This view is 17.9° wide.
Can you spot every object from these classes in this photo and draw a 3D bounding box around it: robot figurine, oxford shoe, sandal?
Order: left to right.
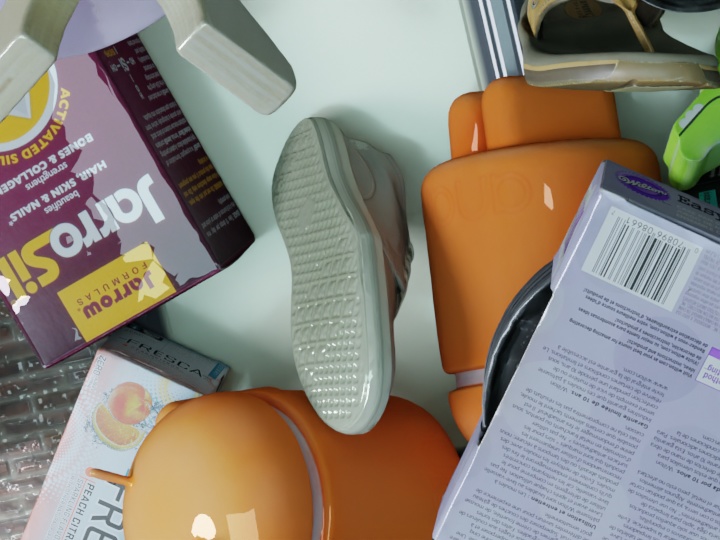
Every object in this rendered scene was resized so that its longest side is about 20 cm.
[{"bbox_3d":[-0.030,0.114,1.084,0.116,0.200,0.144,-28,68,41],"label":"robot figurine"},{"bbox_3d":[0.000,0.000,1.089,0.058,0.200,0.075,20,124,-24],"label":"oxford shoe"},{"bbox_3d":[0.092,0.010,1.086,0.143,0.117,0.201,-10,84,28],"label":"robot figurine"},{"bbox_3d":[0.110,-0.117,1.033,0.080,0.200,0.054,-2,108,-3],"label":"sandal"}]

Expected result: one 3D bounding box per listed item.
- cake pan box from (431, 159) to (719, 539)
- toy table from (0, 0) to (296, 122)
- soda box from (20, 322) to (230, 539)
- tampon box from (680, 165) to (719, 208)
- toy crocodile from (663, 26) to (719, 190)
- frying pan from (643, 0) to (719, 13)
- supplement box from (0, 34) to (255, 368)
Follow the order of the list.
[{"bbox_3d":[0.148,0.072,0.982,0.199,0.052,0.185,23,110,0],"label":"cake pan box"},{"bbox_3d":[-0.104,-0.144,0.938,0.183,0.117,0.200,25,119,-18],"label":"toy table"},{"bbox_3d":[-0.137,0.132,1.188,0.063,0.068,0.200,24,104,2],"label":"soda box"},{"bbox_3d":[0.257,0.002,1.055,0.199,0.150,0.127,-11,99,13],"label":"tampon box"},{"bbox_3d":[0.210,-0.111,1.056,0.062,0.068,0.200,39,69,13],"label":"toy crocodile"},{"bbox_3d":[0.179,-0.161,0.978,0.190,0.031,0.115,7,113,-30],"label":"frying pan"},{"bbox_3d":[-0.154,-0.067,1.145,0.110,0.086,0.200,-29,95,13],"label":"supplement box"}]
